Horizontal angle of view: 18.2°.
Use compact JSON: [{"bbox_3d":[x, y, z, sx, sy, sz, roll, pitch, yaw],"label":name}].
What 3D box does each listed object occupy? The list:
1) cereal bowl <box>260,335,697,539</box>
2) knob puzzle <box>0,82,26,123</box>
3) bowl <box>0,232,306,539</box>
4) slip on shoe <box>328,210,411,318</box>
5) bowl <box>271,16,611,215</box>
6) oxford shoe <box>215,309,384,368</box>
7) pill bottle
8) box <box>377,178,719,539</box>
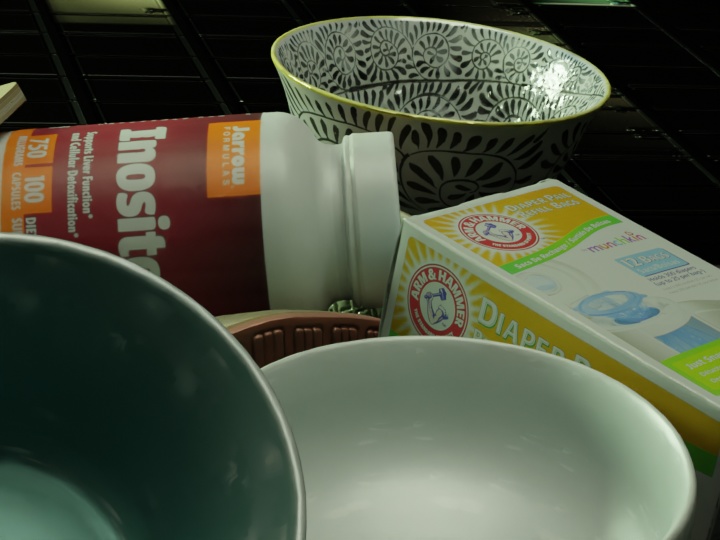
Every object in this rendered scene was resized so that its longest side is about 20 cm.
[{"bbox_3d":[0.030,0.107,0.883,0.200,0.083,0.200,2,26,-1],"label":"cereal bowl"},{"bbox_3d":[-0.247,-0.029,1.088,0.219,0.030,0.220,-27,16,8],"label":"knob puzzle"},{"bbox_3d":[-0.127,0.098,0.786,0.200,0.105,0.201,7,57,-12],"label":"bowl"},{"bbox_3d":[0.000,0.000,1.172,0.200,0.074,0.061,33,-2,37],"label":"slip on shoe"},{"bbox_3d":[0.043,-0.078,1.330,0.200,0.094,0.201,5,22,-2],"label":"bowl"},{"bbox_3d":[-0.073,0.045,1.035,0.200,0.071,0.074,-6,22,-28],"label":"oxford shoe"},{"bbox_3d":[-0.080,-0.019,1.091,0.200,0.113,0.113,-5,22,1],"label":"pill bottle"},{"bbox_3d":[0.113,0.051,1.005,0.112,0.101,0.200,-15,36,-42],"label":"box"}]
